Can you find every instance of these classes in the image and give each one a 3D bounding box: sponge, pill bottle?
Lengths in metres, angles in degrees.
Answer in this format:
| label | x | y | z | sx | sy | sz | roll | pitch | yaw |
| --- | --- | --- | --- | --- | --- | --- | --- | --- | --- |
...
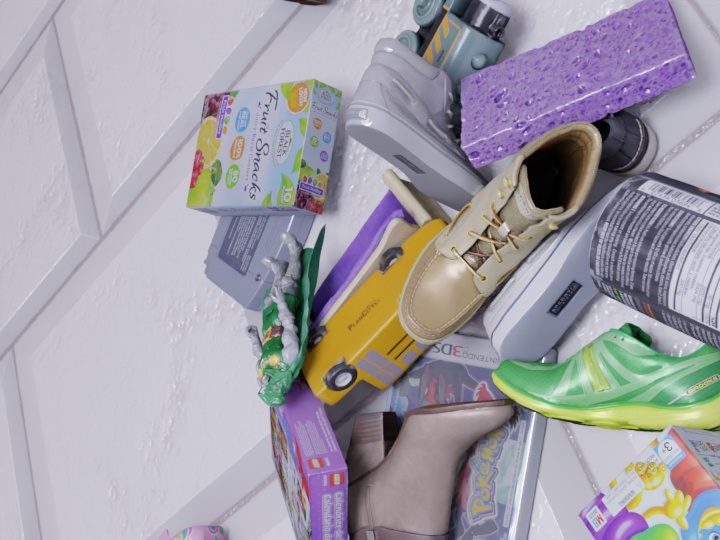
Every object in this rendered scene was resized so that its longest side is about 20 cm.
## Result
| label | x | y | z | sx | sy | sz | roll | pitch | yaw |
| --- | --- | --- | --- | --- | --- | --- | --- | --- | --- |
| sponge | 0.181 | -0.165 | 0.845 | 0.198 | 0.030 | 0.112 | -21 | 37 | 24 |
| pill bottle | 0.275 | 0.006 | 0.717 | 0.199 | 0.106 | 0.107 | 31 | 101 | 44 |

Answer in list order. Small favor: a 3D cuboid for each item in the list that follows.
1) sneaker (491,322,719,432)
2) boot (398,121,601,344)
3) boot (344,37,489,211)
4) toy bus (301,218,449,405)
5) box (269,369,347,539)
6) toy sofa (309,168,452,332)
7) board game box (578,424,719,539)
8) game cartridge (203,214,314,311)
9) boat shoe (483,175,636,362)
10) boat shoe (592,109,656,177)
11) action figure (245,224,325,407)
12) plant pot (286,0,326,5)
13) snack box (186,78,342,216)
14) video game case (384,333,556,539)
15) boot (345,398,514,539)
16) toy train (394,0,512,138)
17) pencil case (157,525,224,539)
| label | x | y | z | sx | sy | sz | roll | pitch | yaw |
| --- | --- | --- | --- | --- | --- | --- | --- | --- | --- |
| sneaker | 0.204 | 0.086 | 0.794 | 0.198 | 0.074 | 0.085 | 0 | 77 | 34 |
| boot | 0.113 | -0.029 | 0.808 | 0.073 | 0.155 | 0.200 | 44 | 78 | 1 |
| boot | 0.073 | -0.129 | 0.899 | 0.073 | 0.199 | 0.097 | 9 | 72 | 45 |
| toy bus | 0.032 | 0.045 | 0.939 | 0.200 | 0.078 | 0.065 | -47 | 43 | 12 |
| box | -0.054 | 0.187 | 0.959 | 0.200 | 0.039 | 0.138 | -119 | 26 | -57 |
| toy sofa | 0.000 | 0.000 | 0.998 | 0.201 | 0.097 | 0.083 | -54 | 49 | 22 |
| board game box | 0.263 | 0.220 | 0.673 | 0.103 | 0.104 | 0.201 | -51 | 48 | 23 |
| game cartridge | -0.114 | -0.061 | 1.172 | 0.133 | 0.041 | 0.202 | 34 | 104 | 48 |
| boat shoe | 0.177 | -0.010 | 0.842 | 0.200 | 0.073 | 0.066 | -47 | 35 | 13 |
| boat shoe | 0.172 | -0.138 | 0.886 | 0.199 | 0.062 | 0.073 | 29 | 102 | 46 |
| action figure | -0.078 | 0.052 | 0.963 | 0.118 | 0.054 | 0.201 | -51 | 26 | 36 |
| plant pot | -0.094 | -0.429 | 1.149 | 0.199 | 0.199 | 0.201 | 22 | 102 | 45 |
| snack box | -0.115 | -0.138 | 1.131 | 0.198 | 0.053 | 0.144 | 3 | 83 | 44 |
| video game case | 0.089 | 0.161 | 0.920 | 0.181 | 0.023 | 0.203 | 6 | 84 | 46 |
| boot | 0.061 | 0.198 | 0.884 | 0.199 | 0.070 | 0.148 | -16 | 74 | 42 |
| toy train | 0.078 | -0.194 | 0.972 | 0.201 | 0.085 | 0.114 | -60 | 39 | 19 |
| pencil case | -0.162 | 0.377 | 1.071 | 0.088 | 0.087 | 0.201 | -47 | 52 | 25 |
